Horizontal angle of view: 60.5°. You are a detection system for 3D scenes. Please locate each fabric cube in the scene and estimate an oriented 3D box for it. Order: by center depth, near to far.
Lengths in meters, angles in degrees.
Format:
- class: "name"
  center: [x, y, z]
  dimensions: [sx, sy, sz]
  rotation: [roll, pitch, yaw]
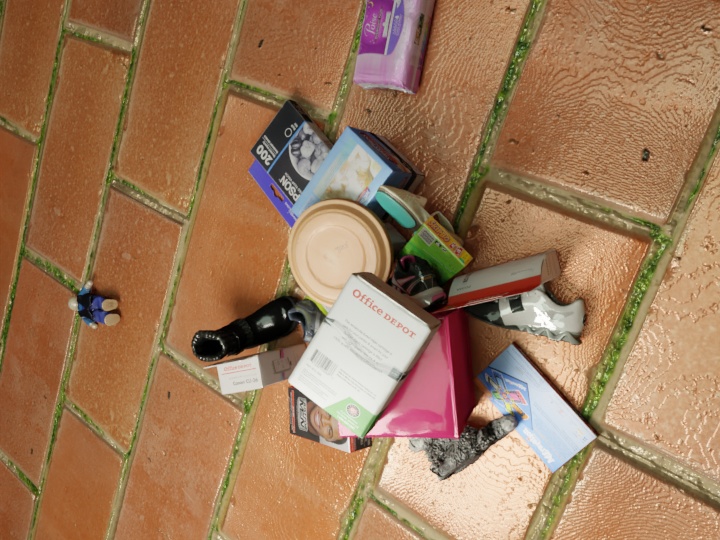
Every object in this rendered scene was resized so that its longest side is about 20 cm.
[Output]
- class: "fabric cube"
  center: [0.080, 0.164, 1.056]
  dimensions: [0.198, 0.200, 0.198]
  rotation: [-6, 90, 19]

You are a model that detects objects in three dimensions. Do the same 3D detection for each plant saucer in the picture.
- class: "plant saucer"
  center: [-0.040, -0.027, 1.098]
  dimensions: [0.199, 0.032, 0.202]
  rotation: [5, 105, 18]

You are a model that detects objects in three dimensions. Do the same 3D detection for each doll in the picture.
- class: "doll"
  center: [-0.726, 0.094, 1.668]
  dimensions: [0.199, 0.048, 0.138]
  rotation: [5, 104, 38]

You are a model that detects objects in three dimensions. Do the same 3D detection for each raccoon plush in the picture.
- class: "raccoon plush"
  center: [0.170, 0.278, 1.108]
  dimensions: [0.200, 0.097, 0.134]
  rotation: [-36, 62, 8]

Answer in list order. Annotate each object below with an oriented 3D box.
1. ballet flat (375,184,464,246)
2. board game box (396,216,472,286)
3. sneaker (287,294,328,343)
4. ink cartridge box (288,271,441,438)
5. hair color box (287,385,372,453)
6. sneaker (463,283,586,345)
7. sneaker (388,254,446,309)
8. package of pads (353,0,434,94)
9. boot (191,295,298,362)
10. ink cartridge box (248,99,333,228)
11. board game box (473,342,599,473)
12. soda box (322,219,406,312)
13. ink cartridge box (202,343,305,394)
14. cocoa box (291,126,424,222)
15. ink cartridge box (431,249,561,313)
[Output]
- class: "ballet flat"
  center: [0.106, -0.092, 1.083]
  dimensions: [0.062, 0.200, 0.067]
  rotation: [-53, 22, -18]
- class: "board game box"
  center: [0.121, -0.020, 1.068]
  dimensions: [0.096, 0.030, 0.200]
  rotation: [46, 160, 4]
- class: "sneaker"
  center: [-0.068, 0.129, 1.227]
  dimensions: [0.200, 0.081, 0.074]
  rotation: [42, 144, 28]
- class: "ink cartridge box"
  center: [0.008, 0.121, 0.929]
  dimensions: [0.146, 0.083, 0.201]
  rotation: [36, 104, 14]
- class: "hair color box"
  center: [-0.064, 0.286, 1.222]
  dimensions: [0.199, 0.061, 0.102]
  rotation: [-3, 90, 49]
- class: "sneaker"
  center: [0.274, 0.058, 1.029]
  dimensions: [0.199, 0.074, 0.089]
  rotation: [11, 98, 21]
- class: "sneaker"
  center: [0.089, 0.013, 1.087]
  dimensions: [0.200, 0.080, 0.087]
  rotation: [-2, 106, 69]
- class: "package of pads"
  center: [0.061, -0.433, 1.137]
  dimensions: [0.120, 0.076, 0.201]
  rotation: [15, 100, 29]
- class: "boot"
  center: [-0.239, 0.126, 1.299]
  dimensions: [0.211, 0.157, 0.080]
  rotation: [-34, 75, 29]
- class: "ink cartridge box"
  center: [-0.146, -0.217, 1.296]
  dimensions: [0.198, 0.043, 0.200]
  rotation: [51, 117, 20]
- class: "board game box"
  center: [0.294, 0.231, 1.050]
  dimensions: [0.103, 0.019, 0.200]
  rotation: [-49, 68, 22]
- class: "soda box"
  center: [0.000, 0.000, 1.165]
  dimensions: [0.064, 0.068, 0.200]
  rotation: [47, 121, 22]
- class: "ink cartridge box"
  center: [-0.209, 0.203, 1.259]
  dimensions: [0.116, 0.200, 0.068]
  rotation: [-16, 83, 32]
- class: "cocoa box"
  center: [-0.006, -0.145, 1.158]
  dimensions: [0.133, 0.131, 0.200]
  rotation: [47, 114, 21]
- class: "ink cartridge box"
  center: [0.217, 0.016, 0.983]
  dimensions: [0.162, 0.200, 0.057]
  rotation: [-16, 84, 31]
